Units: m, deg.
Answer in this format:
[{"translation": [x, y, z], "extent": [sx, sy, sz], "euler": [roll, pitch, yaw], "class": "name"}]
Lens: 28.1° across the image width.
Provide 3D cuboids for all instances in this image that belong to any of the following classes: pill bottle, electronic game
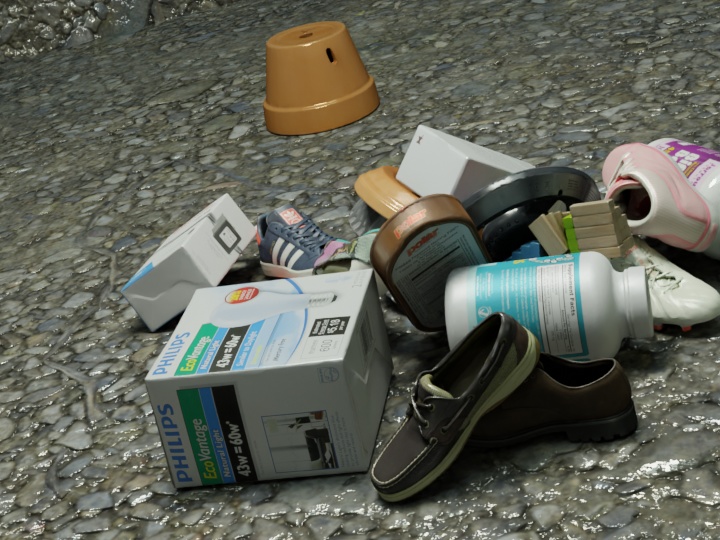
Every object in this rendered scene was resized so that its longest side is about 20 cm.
[{"translation": [0.189, 0.042, 1.433], "extent": [0.197, 0.112, 0.111], "euler": [-6, 23, 14], "class": "pill bottle"}, {"translation": [0.389, -0.075, 1.592], "extent": [0.111, 0.114, 0.200], "euler": [-21, 23, -20], "class": "pill bottle"}, {"translation": [0.170, -0.045, 1.568], "extent": [0.197, 0.201, 0.042], "euler": [-16, 58, -8], "class": "electronic game"}]

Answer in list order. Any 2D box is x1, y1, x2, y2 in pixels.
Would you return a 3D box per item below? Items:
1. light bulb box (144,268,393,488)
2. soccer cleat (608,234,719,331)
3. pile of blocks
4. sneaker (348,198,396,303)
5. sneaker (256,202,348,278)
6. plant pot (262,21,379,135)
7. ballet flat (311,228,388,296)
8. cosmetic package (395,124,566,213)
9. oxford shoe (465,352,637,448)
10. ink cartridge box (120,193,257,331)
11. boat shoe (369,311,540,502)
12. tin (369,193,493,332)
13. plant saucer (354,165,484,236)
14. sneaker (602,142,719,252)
[{"translation": [-0.083, 0.104, 1.418], "extent": [0.197, 0.126, 0.199], "euler": [-7, 24, 12], "class": "light bulb box"}, {"translation": [0.296, 0.005, 1.501], "extent": [0.069, 0.079, 0.199], "euler": [-23, 25, -24], "class": "soccer cleat"}, {"translation": [0.209, -0.018, 1.520], "extent": [0.200, 0.083, 0.062], "euler": [-39, -8, 38], "class": "pile of blocks"}, {"translation": [0.056, -0.020, 1.697], "extent": [0.075, 0.082, 0.201], "euler": [-46, 37, 17], "class": "sneaker"}, {"translation": [-0.072, -0.038, 1.748], "extent": [0.074, 0.086, 0.199], "euler": [-21, 13, -33], "class": "sneaker"}, {"translation": [-0.077, -0.326, 2.392], "extent": [0.197, 0.142, 0.201], "euler": [-11, 23, 5], "class": "plant pot"}, {"translation": [0.000, 0.000, 1.561], "extent": [0.072, 0.069, 0.199], "euler": [-56, 19, -15], "class": "ballet flat"}, {"translation": [0.150, -0.097, 1.679], "extent": [0.198, 0.072, 0.101], "euler": [15, 16, -41], "class": "cosmetic package"}, {"translation": [0.150, 0.112, 1.327], "extent": [0.197, 0.085, 0.073], "euler": [-9, 24, 13], "class": "oxford shoe"}, {"translation": [-0.205, -0.020, 1.791], "extent": [0.115, 0.067, 0.200], "euler": [-34, 13, 27], "class": "ink cartridge box"}, {"translation": [0.073, 0.116, 1.285], "extent": [0.200, 0.065, 0.073], "euler": [-49, 36, -4], "class": "boat shoe"}, {"translation": [0.079, -0.004, 1.484], "extent": [0.112, 0.200, 0.042], "euler": [-38, 56, -2], "class": "tin"}, {"translation": [0.088, -0.071, 1.698], "extent": [0.198, 0.038, 0.200], "euler": [25, 15, -7], "class": "plant saucer"}, {"translation": [0.294, -0.091, 1.548], "extent": [0.103, 0.076, 0.201], "euler": [13, 22, -27], "class": "sneaker"}]
